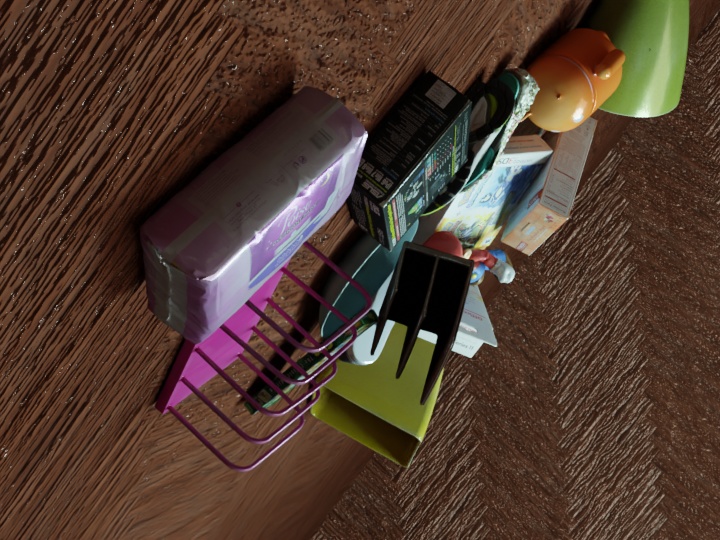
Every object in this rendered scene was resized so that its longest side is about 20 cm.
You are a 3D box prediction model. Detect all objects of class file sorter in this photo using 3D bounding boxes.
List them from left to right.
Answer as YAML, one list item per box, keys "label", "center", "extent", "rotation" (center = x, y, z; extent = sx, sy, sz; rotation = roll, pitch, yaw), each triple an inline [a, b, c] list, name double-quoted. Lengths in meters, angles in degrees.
- label: "file sorter"
  center: [-0.094, 0.084, 1.104]
  extent: [0.139, 0.125, 0.201]
  rotation: [-36, 161, -51]

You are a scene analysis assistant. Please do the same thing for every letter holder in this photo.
- label: "letter holder"
  center: [0.074, 0.081, 1.484]
  extent: [0.200, 0.100, 0.143]
  rotation: [107, -1, -58]

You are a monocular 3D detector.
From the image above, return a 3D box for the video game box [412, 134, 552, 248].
- label: "video game box"
  center: [0.177, -0.113, 1.632]
  extent: [0.181, 0.047, 0.201]
  rotation: [-8, 139, -44]

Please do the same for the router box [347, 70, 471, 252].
- label: "router box"
  center: [0.054, -0.117, 1.217]
  extent: [0.150, 0.062, 0.200]
  rotation: [-51, 169, -8]

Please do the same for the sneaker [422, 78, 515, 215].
- label: "sneaker"
  center: [0.126, -0.149, 1.385]
  extent: [0.200, 0.074, 0.081]
  rotation: [-49, 172, -2]

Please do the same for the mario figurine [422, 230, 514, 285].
- label: "mario figurine"
  center: [0.149, 0.009, 1.619]
  extent: [0.124, 0.106, 0.199]
  rotation: [-49, 152, 24]

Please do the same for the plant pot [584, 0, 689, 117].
- label: "plant pot"
  center: [0.428, -0.372, 1.670]
  extent: [0.187, 0.186, 0.201]
  rotation: [-41, 149, -42]

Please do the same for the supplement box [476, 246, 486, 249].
- label: "supplement box"
  center: [0.141, 0.000, 1.914]
  extent: [0.200, 0.066, 0.069]
  rotation: [-42, 169, -36]

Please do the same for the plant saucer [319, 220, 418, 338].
- label: "plant saucer"
  center: [0.000, 0.000, 1.432]
  extent: [0.201, 0.039, 0.201]
  rotation: [-49, 168, -14]

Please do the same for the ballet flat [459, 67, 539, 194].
- label: "ballet flat"
  center: [0.181, -0.184, 1.466]
  extent: [0.064, 0.076, 0.201]
  rotation: [-8, 139, -47]

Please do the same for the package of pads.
- label: "package of pads"
  center: [-0.086, -0.045, 0.859]
  extent: [0.200, 0.076, 0.121]
  rotation: [-46, 169, -27]

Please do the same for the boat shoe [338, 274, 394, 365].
- label: "boat shoe"
  center: [0.027, 0.059, 1.665]
  extent: [0.068, 0.072, 0.201]
  rotation: [-7, -131, 56]

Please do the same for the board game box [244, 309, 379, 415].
- label: "board game box"
  center: [-0.064, 0.123, 1.474]
  extent: [0.200, 0.024, 0.105]
  rotation: [-39, 176, 11]

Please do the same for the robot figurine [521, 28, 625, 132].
- label: "robot figurine"
  center: [0.303, -0.274, 1.570]
  extent: [0.200, 0.143, 0.117]
  rotation: [-42, 144, -40]

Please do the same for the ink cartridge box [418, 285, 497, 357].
- label: "ink cartridge box"
  center: [0.135, 0.061, 1.711]
  extent: [0.068, 0.116, 0.201]
  rotation: [-55, -154, 27]

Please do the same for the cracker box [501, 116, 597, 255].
- label: "cracker box"
  center: [0.295, -0.140, 1.694]
  extent: [0.201, 0.057, 0.134]
  rotation: [-67, -173, -29]

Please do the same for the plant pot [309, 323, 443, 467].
- label: "plant pot"
  center: [0.044, 0.194, 1.860]
  extent: [0.177, 0.199, 0.200]
  rotation: [-59, 172, -23]

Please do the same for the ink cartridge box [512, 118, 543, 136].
- label: "ink cartridge box"
  center: [0.221, -0.157, 1.802]
  extent: [0.200, 0.043, 0.174]
  rotation: [-47, 166, -23]
